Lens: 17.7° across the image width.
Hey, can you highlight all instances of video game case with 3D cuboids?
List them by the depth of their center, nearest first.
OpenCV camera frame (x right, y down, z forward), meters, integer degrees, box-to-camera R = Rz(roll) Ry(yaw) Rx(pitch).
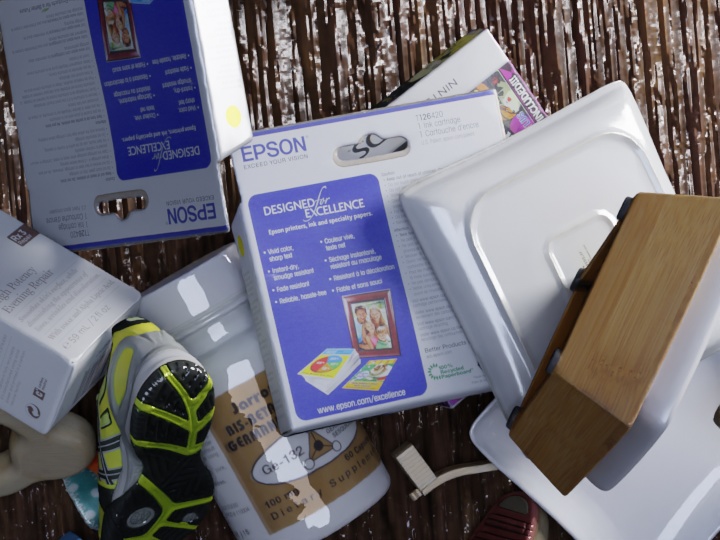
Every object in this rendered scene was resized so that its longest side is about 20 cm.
[{"bbox_3d":[0.071,-0.037,1.615,0.181,0.036,0.200,-38,102,-12],"label":"video game case"}]

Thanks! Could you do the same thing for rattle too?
[{"bbox_3d":[-0.241,0.092,1.610,0.200,0.143,0.130,7,124,-21],"label":"rattle"}]

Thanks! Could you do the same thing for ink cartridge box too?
[{"bbox_3d":[-0.157,-0.119,1.532,0.047,0.197,0.200,-16,98,-46],"label":"ink cartridge box"},{"bbox_3d":[0.019,-0.006,1.550,0.197,0.047,0.200,-11,83,-19],"label":"ink cartridge box"}]

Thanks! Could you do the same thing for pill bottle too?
[{"bbox_3d":[-0.074,0.088,1.584,0.114,0.114,0.200,-30,95,-4],"label":"pill bottle"}]

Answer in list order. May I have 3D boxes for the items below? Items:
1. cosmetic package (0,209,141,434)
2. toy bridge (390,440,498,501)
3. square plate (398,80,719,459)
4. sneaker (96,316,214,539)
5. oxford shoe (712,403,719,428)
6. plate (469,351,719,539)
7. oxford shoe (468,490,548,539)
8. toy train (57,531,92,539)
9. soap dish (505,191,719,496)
[{"bbox_3d":[-0.257,0.013,1.535,0.200,0.102,0.074,31,125,7],"label":"cosmetic package"},{"bbox_3d":[0.115,0.101,1.649,0.200,0.027,0.067,-38,97,-5],"label":"toy bridge"},{"bbox_3d":[0.150,-0.005,1.560,0.198,0.028,0.200,-27,93,-24],"label":"square plate"},{"bbox_3d":[-0.141,0.114,1.540,0.075,0.076,0.200,-10,136,-29],"label":"sneaker"},{"bbox_3d":[0.315,0.141,1.640,0.084,0.073,0.200,-41,118,9],"label":"oxford shoe"},{"bbox_3d":[0.201,0.103,1.640,0.200,0.032,0.200,44,84,-19],"label":"plate"},{"bbox_3d":[0.104,0.257,1.646,0.075,0.070,0.200,17,89,-33],"label":"oxford shoe"},{"bbox_3d":[-0.182,0.280,1.597,0.114,0.087,0.200,-38,95,-10],"label":"toy train"},{"bbox_3d":[0.162,0.045,1.444,0.081,0.200,0.157,26,72,2],"label":"soap dish"}]
